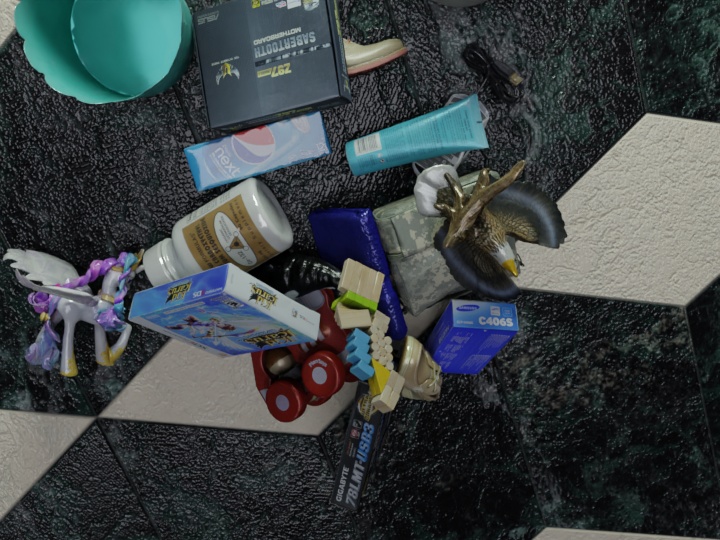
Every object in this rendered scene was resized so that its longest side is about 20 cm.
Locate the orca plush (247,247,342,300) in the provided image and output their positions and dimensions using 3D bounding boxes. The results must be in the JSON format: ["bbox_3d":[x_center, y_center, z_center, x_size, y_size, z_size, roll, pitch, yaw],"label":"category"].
[{"bbox_3d":[-0.109,0.016,0.861,0.199,0.071,0.106,14,86,35],"label":"orca plush"}]

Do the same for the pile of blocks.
[{"bbox_3d":[-0.003,0.089,0.778,0.082,0.062,0.202,2,66,-31],"label":"pile of blocks"}]

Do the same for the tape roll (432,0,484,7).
[{"bbox_3d":[0.146,-0.457,0.763,0.201,0.139,0.204,-1,105,-3],"label":"tape roll"}]

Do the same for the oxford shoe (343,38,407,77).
[{"bbox_3d":[-0.035,-0.304,0.828,0.198,0.070,0.075,-13,104,0],"label":"oxford shoe"}]

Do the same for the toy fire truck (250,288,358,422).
[{"bbox_3d":[-0.092,0.127,0.923,0.200,0.112,0.169,-37,78,25],"label":"toy fire truck"}]

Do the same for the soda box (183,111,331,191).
[{"bbox_3d":[-0.144,-0.175,0.857,0.198,0.068,0.065,-16,106,1],"label":"soda box"}]

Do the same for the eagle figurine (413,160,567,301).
[{"bbox_3d":[0.165,-0.047,0.752,0.151,0.200,0.152,-5,78,30],"label":"eagle figurine"}]

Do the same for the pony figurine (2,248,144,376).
[{"bbox_3d":[-0.419,0.050,0.873,0.192,0.166,0.201,11,103,-40],"label":"pony figurine"}]

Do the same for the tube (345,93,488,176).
[{"bbox_3d":[0.078,-0.187,0.855,0.198,0.050,0.078,-14,93,14],"label":"tube"}]

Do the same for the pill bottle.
[{"bbox_3d":[-0.208,-0.039,0.864,0.199,0.114,0.115,-29,105,10],"label":"pill bottle"}]

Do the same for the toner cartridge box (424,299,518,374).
[{"bbox_3d":[0.159,0.106,0.899,0.094,0.200,0.043,3,63,-6],"label":"toner cartridge box"}]

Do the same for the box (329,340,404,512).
[{"bbox_3d":[0.018,0.224,0.908,0.049,0.198,0.202,15,106,12],"label":"box"}]

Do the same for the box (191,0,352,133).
[{"bbox_3d":[-0.119,-0.283,0.791,0.198,0.051,0.159,-7,92,18],"label":"box"}]

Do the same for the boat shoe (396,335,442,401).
[{"bbox_3d":[0.092,0.152,0.887,0.064,0.200,0.073,13,66,14],"label":"boat shoe"}]

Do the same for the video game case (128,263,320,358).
[{"bbox_3d":[-0.190,0.066,0.838,0.199,0.046,0.181,-14,148,33],"label":"video game case"}]

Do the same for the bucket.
[{"bbox_3d":[-0.317,-0.317,0.770,0.205,0.135,0.209,-1,105,-4],"label":"bucket"}]

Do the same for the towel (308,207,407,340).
[{"bbox_3d":[0.000,0.000,0.884,0.049,0.147,0.201,-30,113,-31],"label":"towel"}]

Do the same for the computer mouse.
[{"bbox_3d":[0.147,-0.219,0.873,0.109,0.044,0.201,38,105,11],"label":"computer mouse"}]

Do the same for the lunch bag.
[{"bbox_3d":[0.126,-0.038,0.874,0.199,0.139,0.169,-21,99,1],"label":"lunch bag"}]
